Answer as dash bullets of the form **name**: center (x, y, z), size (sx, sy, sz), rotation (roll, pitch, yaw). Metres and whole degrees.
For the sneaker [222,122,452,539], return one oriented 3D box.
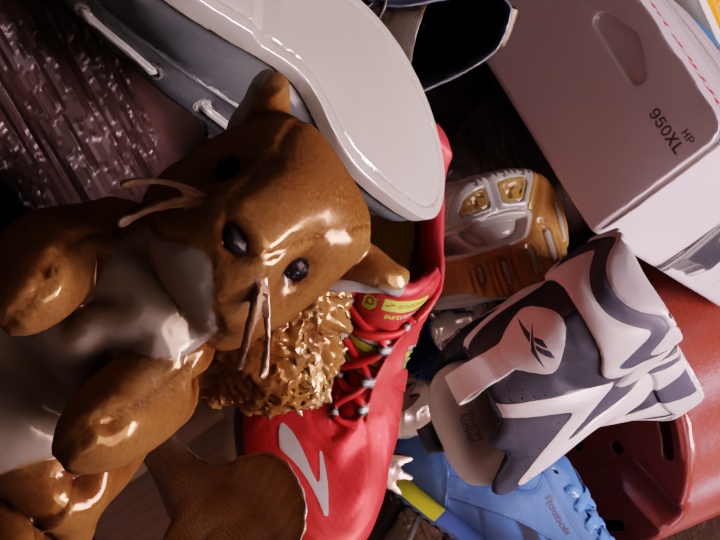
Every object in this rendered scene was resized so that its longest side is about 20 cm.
- **sneaker**: center (-0.005, 0.024, 0.948), size (0.077, 0.085, 0.201), rotation (14, 75, -21)

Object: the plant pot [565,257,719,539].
- **plant pot**: center (0.193, 0.057, 1.297), size (0.195, 0.200, 0.202), rotation (-21, 130, -40)

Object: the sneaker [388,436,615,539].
- **sneaker**: center (0.104, 0.138, 1.192), size (0.079, 0.200, 0.066), rotation (-52, 160, -3)

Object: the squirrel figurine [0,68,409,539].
- **squirrel figurine**: center (-0.074, 0.008, 0.833), size (0.186, 0.142, 0.200), rotation (-37, 174, 17)

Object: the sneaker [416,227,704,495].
- **sneaker**: center (0.089, 0.054, 1.069), size (0.129, 0.080, 0.199), rotation (-29, 169, 4)

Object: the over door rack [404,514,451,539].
- **over door rack**: center (0.046, 0.214, 1.291), size (0.200, 0.066, 0.148), rotation (-55, 148, -16)

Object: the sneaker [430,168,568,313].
- **sneaker**: center (0.000, 0.000, 1.054), size (0.199, 0.088, 0.076), rotation (-6, 86, -32)

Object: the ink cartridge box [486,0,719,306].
- **ink cartridge box**: center (0.152, -0.075, 1.150), size (0.084, 0.145, 0.200), rotation (-38, 153, 15)

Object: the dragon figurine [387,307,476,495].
- **dragon figurine**: center (-0.001, 0.064, 1.101), size (0.199, 0.099, 0.059), rotation (-19, 114, -40)

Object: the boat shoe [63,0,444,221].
- **boat shoe**: center (-0.039, -0.079, 0.863), size (0.200, 0.062, 0.073), rotation (40, 45, -41)

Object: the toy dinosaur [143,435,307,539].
- **toy dinosaur**: center (-0.061, 0.114, 0.926), size (0.058, 0.200, 0.101), rotation (12, 112, -49)

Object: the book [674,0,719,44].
- **book**: center (0.203, -0.206, 1.247), size (0.134, 0.048, 0.200), rotation (-62, 151, -9)

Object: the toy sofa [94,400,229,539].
- **toy sofa**: center (-0.063, 0.133, 1.064), size (0.083, 0.098, 0.200), rotation (-34, 145, -2)

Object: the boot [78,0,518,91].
- **boot**: center (-0.020, -0.114, 0.912), size (0.200, 0.097, 0.075), rotation (-18, 128, -51)
